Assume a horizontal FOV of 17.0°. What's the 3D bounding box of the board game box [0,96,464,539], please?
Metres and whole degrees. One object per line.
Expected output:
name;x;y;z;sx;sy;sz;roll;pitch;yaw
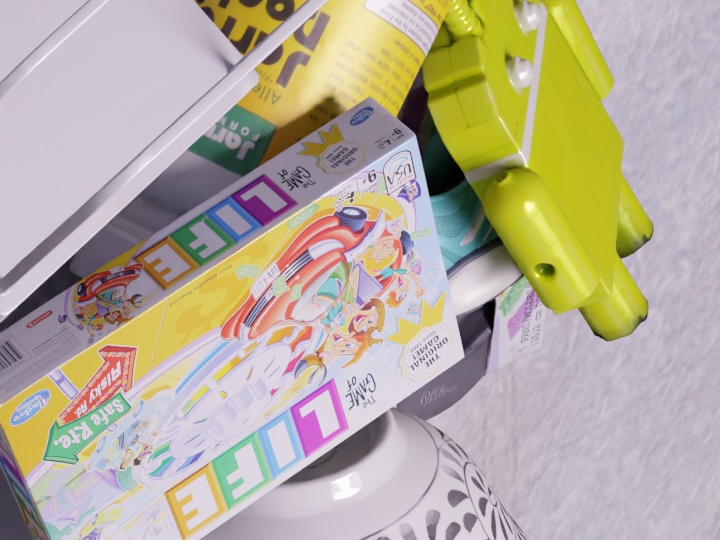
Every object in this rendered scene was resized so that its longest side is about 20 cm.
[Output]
board game box;-0.054;0.036;0.971;0.199;0.034;0.135;-34;139;-17

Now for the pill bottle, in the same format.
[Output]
pill bottle;-0.043;-0.071;1.023;0.113;0.112;0.201;31;85;-57

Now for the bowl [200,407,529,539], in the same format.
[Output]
bowl;-0.021;0.112;1.090;0.200;0.200;0.095;-34;127;-39

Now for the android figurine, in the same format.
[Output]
android figurine;0.084;-0.067;1.128;0.201;0.041;0.183;58;27;-30

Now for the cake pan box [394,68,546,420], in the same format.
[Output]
cake pan box;0.033;-0.022;1.219;0.184;0.052;0.201;-20;126;-45

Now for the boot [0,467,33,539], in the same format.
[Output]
boot;-0.149;0.133;1.054;0.200;0.073;0.096;-45;148;-15

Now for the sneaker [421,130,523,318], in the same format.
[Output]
sneaker;0.000;0.000;1.101;0.200;0.077;0.080;-41;123;-35

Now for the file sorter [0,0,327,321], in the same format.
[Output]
file sorter;-0.121;-0.113;0.779;0.200;0.124;0.139;49;60;-7
